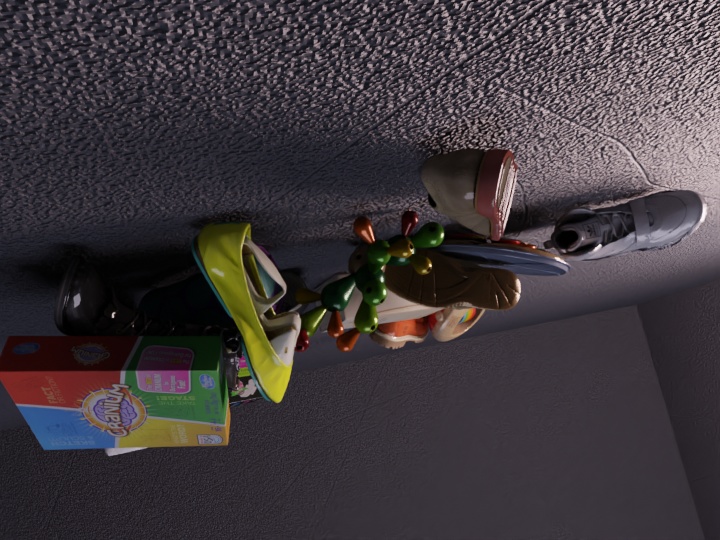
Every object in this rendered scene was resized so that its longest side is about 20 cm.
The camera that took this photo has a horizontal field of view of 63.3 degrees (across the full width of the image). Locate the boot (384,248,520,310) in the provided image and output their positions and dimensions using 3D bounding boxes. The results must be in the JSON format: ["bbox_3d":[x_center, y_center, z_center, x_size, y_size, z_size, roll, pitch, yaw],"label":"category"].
[{"bbox_3d":[0.101,0.015,0.819,0.196,0.074,0.155,7,178,-14],"label":"boot"}]

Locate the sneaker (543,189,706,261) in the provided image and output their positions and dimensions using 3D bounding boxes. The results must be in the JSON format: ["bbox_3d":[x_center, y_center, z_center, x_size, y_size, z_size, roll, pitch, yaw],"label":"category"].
[{"bbox_3d":[0.347,-0.056,0.783,0.114,0.077,0.198,-3,169,-45],"label":"sneaker"}]

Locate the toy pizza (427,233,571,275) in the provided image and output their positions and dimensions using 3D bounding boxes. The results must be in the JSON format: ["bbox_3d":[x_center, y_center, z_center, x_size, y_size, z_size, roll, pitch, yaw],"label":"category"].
[{"bbox_3d":[0.186,-0.024,0.800,0.196,0.032,0.200,9,175,1],"label":"toy pizza"}]

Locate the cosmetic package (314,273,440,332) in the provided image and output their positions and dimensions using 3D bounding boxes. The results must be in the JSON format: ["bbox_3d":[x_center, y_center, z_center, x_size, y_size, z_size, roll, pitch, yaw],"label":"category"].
[{"bbox_3d":[0.035,0.045,0.952,0.197,0.074,0.103,-6,167,-28],"label":"cosmetic package"}]

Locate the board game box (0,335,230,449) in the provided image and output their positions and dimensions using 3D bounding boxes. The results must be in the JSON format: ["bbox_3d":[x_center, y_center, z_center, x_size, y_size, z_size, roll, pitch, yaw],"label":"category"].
[{"bbox_3d":[-0.238,0.128,0.599,0.196,0.041,0.154,0,137,-7],"label":"board game box"}]

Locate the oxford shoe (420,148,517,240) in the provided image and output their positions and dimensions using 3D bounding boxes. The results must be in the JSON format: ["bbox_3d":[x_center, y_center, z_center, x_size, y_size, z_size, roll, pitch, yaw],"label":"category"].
[{"bbox_3d":[0.103,-0.075,0.542,0.074,0.072,0.200,13,176,17],"label":"oxford shoe"}]

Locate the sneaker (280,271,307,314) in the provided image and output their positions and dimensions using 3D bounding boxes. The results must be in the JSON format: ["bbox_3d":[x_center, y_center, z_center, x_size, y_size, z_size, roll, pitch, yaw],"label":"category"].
[{"bbox_3d":[-0.166,0.064,0.830,0.196,0.076,0.106,-13,166,0],"label":"sneaker"}]

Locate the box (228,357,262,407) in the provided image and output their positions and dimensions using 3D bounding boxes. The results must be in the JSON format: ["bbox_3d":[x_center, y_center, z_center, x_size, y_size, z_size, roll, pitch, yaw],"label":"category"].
[{"bbox_3d":[-0.287,0.183,1.078,0.197,0.151,0.124,-5,165,-29],"label":"box"}]

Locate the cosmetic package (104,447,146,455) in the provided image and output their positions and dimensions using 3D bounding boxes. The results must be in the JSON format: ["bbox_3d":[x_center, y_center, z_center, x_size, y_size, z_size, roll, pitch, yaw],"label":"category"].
[{"bbox_3d":[-0.309,0.137,0.760,0.073,0.104,0.199,-4,-162,-29],"label":"cosmetic package"}]

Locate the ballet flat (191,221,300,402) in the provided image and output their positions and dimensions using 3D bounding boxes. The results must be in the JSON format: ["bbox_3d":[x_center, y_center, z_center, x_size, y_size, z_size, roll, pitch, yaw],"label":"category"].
[{"bbox_3d":[-0.097,0.043,0.576,0.066,0.203,0.067,-18,-158,7],"label":"ballet flat"}]

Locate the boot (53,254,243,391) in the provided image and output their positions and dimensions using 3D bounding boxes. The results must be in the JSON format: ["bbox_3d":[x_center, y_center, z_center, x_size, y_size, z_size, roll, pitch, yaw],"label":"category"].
[{"bbox_3d":[-0.204,0.062,0.607,0.171,0.070,0.201,6,144,-1],"label":"boot"}]

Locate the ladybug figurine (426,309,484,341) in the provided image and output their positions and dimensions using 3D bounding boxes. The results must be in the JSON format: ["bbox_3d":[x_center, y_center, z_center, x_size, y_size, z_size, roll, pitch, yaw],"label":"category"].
[{"bbox_3d":[0.189,0.074,1.166,0.137,0.072,0.199,-56,156,17],"label":"ladybug figurine"}]

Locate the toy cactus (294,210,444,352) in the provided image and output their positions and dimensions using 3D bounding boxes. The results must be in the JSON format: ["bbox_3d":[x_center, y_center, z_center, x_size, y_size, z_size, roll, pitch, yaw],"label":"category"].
[{"bbox_3d":[0.000,0.000,0.660,0.200,0.102,0.165,-47,-168,11],"label":"toy cactus"}]

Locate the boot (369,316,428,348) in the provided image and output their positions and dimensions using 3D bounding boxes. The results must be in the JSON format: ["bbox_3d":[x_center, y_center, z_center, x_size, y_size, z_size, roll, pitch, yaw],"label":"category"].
[{"bbox_3d":[0.094,0.080,1.122,0.074,0.109,0.199,24,-168,23],"label":"boot"}]

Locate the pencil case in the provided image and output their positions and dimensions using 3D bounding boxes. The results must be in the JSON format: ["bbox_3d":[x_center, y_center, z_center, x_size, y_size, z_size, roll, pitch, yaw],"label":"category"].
[{"bbox_3d":[-0.178,0.039,0.689,0.198,0.086,0.092,-19,-165,33],"label":"pencil case"}]
